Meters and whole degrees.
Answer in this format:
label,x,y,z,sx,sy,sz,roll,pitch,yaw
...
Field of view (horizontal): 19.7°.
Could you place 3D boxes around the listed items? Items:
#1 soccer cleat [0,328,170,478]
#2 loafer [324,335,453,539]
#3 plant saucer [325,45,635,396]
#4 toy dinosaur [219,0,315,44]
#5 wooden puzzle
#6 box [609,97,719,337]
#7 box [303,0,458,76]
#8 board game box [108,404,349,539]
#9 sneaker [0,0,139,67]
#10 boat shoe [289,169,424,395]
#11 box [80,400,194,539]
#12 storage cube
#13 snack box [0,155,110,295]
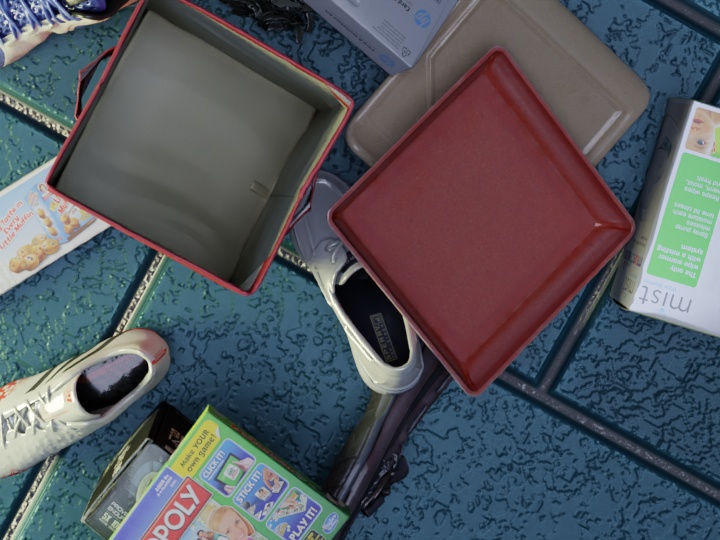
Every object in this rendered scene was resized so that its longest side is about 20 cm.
label,x,y,z,sx,sy,sz,roll,pitch,yaw
soccer cleat,-0.243,0.110,1.678,0.199,0.085,0.069,-29,97,2
loafer,0.026,0.139,1.677,0.063,0.072,0.201,28,74,-9
plant saucer,0.092,-0.039,1.634,0.200,0.037,0.200,-45,111,-13
toy dinosaur,-0.044,-0.261,1.641,0.199,0.102,0.136,28,78,17
wooden puzzle,0.110,-0.127,1.670,0.185,0.037,0.200,40,90,-21
box,0.324,-0.027,1.673,0.199,0.097,0.177,17,94,-4
box,0.027,-0.277,1.613,0.156,0.041,0.201,38,70,-16
board game box,-0.120,0.221,1.560,0.134,0.029,0.200,36,95,-6
sneaker,-0.242,-0.220,1.625,0.198,0.115,0.081,-22,96,1
boat shoe,0.000,0.000,1.653,0.073,0.065,0.201,-26,74,-11
box,-0.114,0.210,1.655,0.200,0.164,0.086,40,95,-5
storage cube,-0.129,-0.097,1.594,0.199,0.180,0.172,28,87,-8
snack box,-0.268,-0.038,1.691,0.199,0.024,0.072,-32,96,2
